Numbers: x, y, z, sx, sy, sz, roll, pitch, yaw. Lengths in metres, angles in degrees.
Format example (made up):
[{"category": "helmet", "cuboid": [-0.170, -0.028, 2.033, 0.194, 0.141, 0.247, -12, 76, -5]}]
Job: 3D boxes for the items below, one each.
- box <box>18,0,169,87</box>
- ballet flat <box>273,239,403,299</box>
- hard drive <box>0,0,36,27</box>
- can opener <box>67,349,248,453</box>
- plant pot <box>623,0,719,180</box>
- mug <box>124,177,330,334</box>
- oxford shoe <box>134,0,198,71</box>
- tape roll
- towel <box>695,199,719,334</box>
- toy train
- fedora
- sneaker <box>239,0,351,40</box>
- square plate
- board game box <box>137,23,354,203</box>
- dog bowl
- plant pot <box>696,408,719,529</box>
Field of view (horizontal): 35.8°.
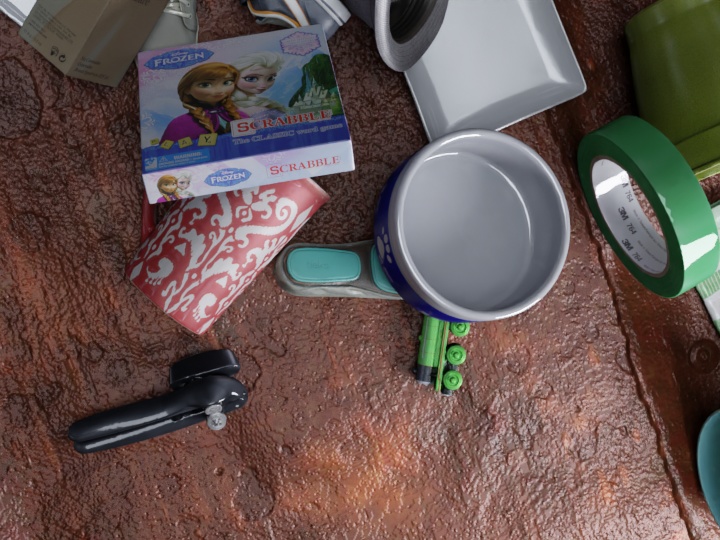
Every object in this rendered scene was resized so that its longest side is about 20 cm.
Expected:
[{"category": "box", "cuboid": [-0.244, -0.293, 1.118, 0.078, 0.095, 0.201, 40, 106, 17]}, {"category": "ballet flat", "cuboid": [0.000, 0.000, 1.236, 0.198, 0.064, 0.068, 3, 77, -16]}, {"category": "hard drive", "cuboid": [-0.319, -0.353, 1.170, 0.132, 0.026, 0.200, 39, 86, -11]}, {"category": "can opener", "cuboid": [-0.218, 0.155, 1.212, 0.199, 0.079, 0.064, -23, 136, -6]}, {"category": "plant pot", "cuboid": [0.389, -0.213, 1.244, 0.199, 0.200, 0.194, -20, 85, -9]}, {"category": "mug", "cuboid": [-0.155, -0.052, 1.189, 0.200, 0.177, 0.133, -51, 137, 0]}, {"category": "oxford shoe", "cuboid": [-0.203, -0.292, 1.181, 0.075, 0.058, 0.202, 8, 93, -13]}, {"category": "tape roll", "cuboid": [0.312, -0.069, 1.219, 0.048, 0.200, 0.201, -27, 98, -8]}, {"category": "towel", "cuboid": [0.478, 0.003, 1.345, 0.152, 0.023, 0.201, -29, 98, -7]}, {"category": "toy train", "cuboid": [0.098, 0.042, 1.268, 0.056, 0.042, 0.202, 8, 92, -1]}, {"category": "fedora", "cuboid": [0.029, -0.316, 1.157, 0.090, 0.201, 0.177, 24, 57, 19]}, {"category": "sneaker", "cuboid": [-0.107, -0.316, 1.187, 0.200, 0.078, 0.079, 45, 98, -3]}, {"category": "square plate", "cuboid": [0.133, -0.257, 1.261, 0.197, 0.028, 0.201, -24, 98, -9]}, {"category": "board game box", "cuboid": [-0.119, -0.161, 1.107, 0.198, 0.200, 0.041, -10, 136, -4]}, {"category": "dog bowl", "cuboid": [0.118, -0.045, 1.194, 0.199, 0.079, 0.202, 2, 83, -18]}, {"category": "plant pot", "cuboid": [0.516, 0.232, 1.286, 0.160, 0.200, 0.202, -15, 96, -21]}]
